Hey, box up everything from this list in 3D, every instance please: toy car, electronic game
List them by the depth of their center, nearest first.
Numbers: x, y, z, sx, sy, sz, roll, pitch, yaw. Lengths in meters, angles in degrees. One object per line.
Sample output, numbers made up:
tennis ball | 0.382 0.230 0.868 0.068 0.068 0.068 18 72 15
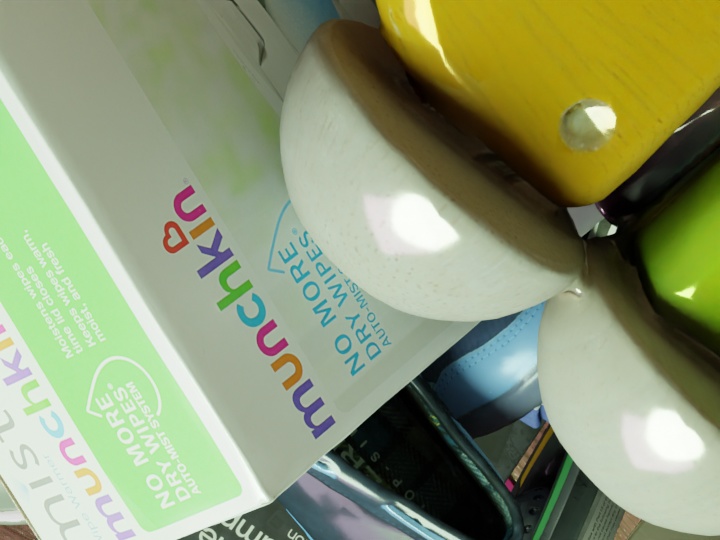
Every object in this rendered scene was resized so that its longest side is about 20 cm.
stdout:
toy car | 0.086 -0.051 0.622 0.200 0.175 0.150 40 -163 -16
electronic game | 0.060 0.122 1.022 0.042 0.200 0.200 27 163 0

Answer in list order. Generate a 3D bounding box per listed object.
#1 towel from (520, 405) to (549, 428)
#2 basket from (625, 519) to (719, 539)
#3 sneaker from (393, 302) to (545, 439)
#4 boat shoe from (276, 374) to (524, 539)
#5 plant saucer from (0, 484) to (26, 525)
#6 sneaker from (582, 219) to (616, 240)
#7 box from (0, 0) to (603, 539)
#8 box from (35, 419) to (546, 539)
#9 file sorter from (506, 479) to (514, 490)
towel | 0.011 -0.019 0.937 0.145 0.024 0.200 31 162 20
basket | 0.187 0.161 0.991 0.200 0.136 0.181 38 122 12
sneaker | 0.000 0.000 0.847 0.200 0.074 0.082 12 147 53
boat shoe | -0.021 0.012 0.766 0.200 0.084 0.069 42 151 -14
plant saucer | -0.143 -0.001 0.984 0.200 0.200 0.050 31 -172 14
sneaker | 0.144 0.013 0.831 0.200 0.076 0.115 36 -166 -48
box | -0.051 -0.056 0.664 0.097 0.176 0.200 -24 100 46
box | -0.020 0.074 1.043 0.143 0.200 0.036 35 163 1
file sorter | -0.006 0.158 1.375 0.200 0.126 0.139 21 158 39
